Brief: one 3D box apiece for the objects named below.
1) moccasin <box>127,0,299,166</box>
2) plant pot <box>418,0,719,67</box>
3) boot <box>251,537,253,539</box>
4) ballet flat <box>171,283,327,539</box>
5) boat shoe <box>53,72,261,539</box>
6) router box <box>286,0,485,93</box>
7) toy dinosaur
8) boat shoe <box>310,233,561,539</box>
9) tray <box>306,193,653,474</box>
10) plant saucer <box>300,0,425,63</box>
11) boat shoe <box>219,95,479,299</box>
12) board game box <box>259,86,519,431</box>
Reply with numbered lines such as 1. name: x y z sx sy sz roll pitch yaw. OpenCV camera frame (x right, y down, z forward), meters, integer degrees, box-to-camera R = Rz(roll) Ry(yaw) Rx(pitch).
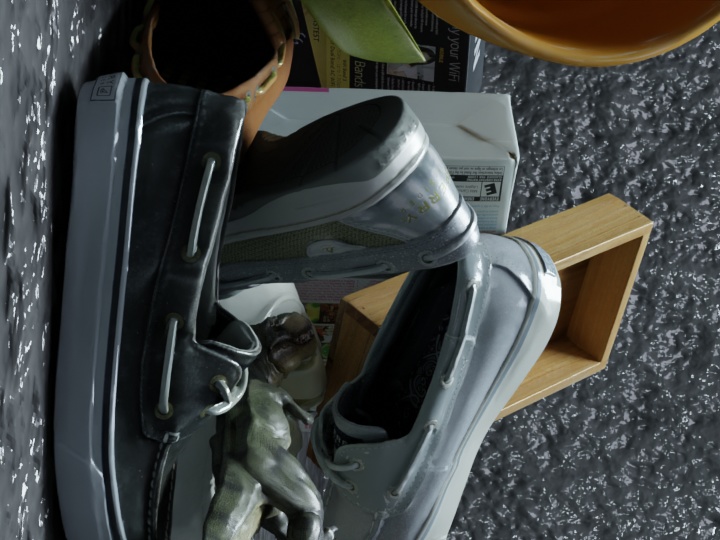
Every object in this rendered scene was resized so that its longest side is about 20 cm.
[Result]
1. moccasin: -0.064 -0.103 0.740 0.202 0.073 0.078 -69 -179 -56
2. plant pot: 0.062 -0.201 0.742 0.183 0.199 0.201 -149 -123 -60
3. boot: -0.078 0.234 0.875 0.204 0.073 0.154 -91 179 -47
4. ballet flat: -0.051 0.065 0.804 0.200 0.069 0.070 -66 164 -45
5. boat shoe: -0.072 0.029 0.643 0.072 0.071 0.201 -83 176 -73
6. router box: -0.008 -0.175 0.944 0.200 0.157 0.052 92 15 -46
7. toy dinosaur: -0.034 0.093 0.697 0.088 0.047 0.200 59 15 -22
8. boat shoe: 0.014 0.068 0.781 0.201 0.071 0.070 -62 -142 16
9. tray: 0.063 0.033 0.891 0.200 0.037 0.099 -20 136 -39
10. plant saucer: -0.038 -0.167 0.753 0.200 0.031 0.200 55 6 -9
11. boat shoe: -0.029 -0.019 0.731 0.202 0.065 0.074 -15 -149 53
12. board game box: 0.000 0.000 0.940 0.064 0.147 0.201 -93 -174 -50
